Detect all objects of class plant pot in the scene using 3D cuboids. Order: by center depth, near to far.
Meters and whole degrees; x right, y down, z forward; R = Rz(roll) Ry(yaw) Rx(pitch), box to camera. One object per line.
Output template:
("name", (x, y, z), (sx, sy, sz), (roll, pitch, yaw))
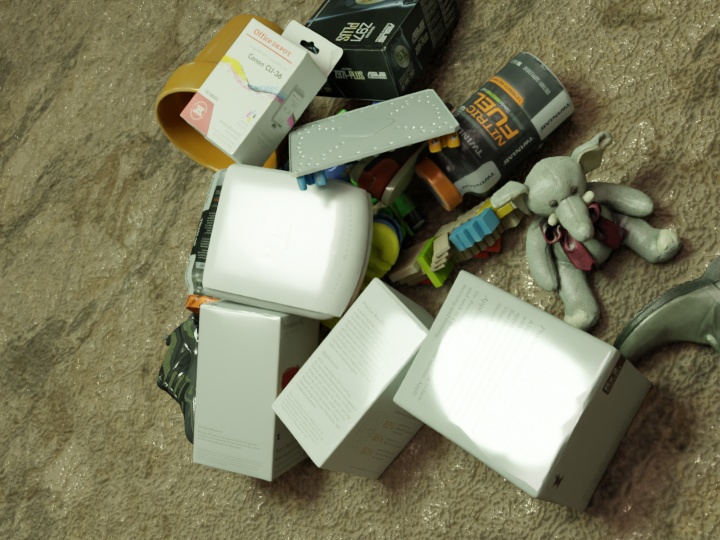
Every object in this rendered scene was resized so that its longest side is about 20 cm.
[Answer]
("plant pot", (-0.181, -0.272, 1.319), (0.196, 0.201, 0.186), (4, 59, 32))

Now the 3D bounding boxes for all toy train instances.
("toy train", (0.017, -0.125, 1.176), (0.056, 0.042, 0.202), (-35, 90, 6))

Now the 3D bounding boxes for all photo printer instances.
("photo printer", (-0.083, -0.034, 1.062), (0.196, 0.069, 0.171), (11, 85, 20))

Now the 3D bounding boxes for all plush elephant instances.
("plush elephant", (0.241, -0.064, 0.994), (0.163, 0.154, 0.202), (-36, 59, 15))

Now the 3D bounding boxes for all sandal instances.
("sandal", (0.000, 0.000, 1.154), (0.201, 0.079, 0.088), (-51, 6, 37))

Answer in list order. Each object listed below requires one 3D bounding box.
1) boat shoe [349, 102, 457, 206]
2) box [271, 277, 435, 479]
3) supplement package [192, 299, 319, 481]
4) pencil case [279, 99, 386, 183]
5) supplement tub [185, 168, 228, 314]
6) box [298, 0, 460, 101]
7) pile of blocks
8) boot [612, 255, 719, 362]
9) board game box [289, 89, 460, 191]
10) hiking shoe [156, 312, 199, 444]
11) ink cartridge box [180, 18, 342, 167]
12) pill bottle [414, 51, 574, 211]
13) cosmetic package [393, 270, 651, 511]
("boat shoe", (0.061, -0.163, 1.145), (0.062, 0.072, 0.201), (32, 56, 12))
("box", (0.018, 0.135, 1.061), (0.201, 0.152, 0.106), (-50, 57, 5))
("supplement package", (-0.131, 0.142, 1.121), (0.117, 0.121, 0.205), (7, 98, 22))
("pencil case", (-0.019, -0.170, 1.239), (0.198, 0.078, 0.088), (-34, 58, 17))
("supplement tub", (-0.179, -0.031, 1.261), (0.120, 0.122, 0.205), (6, 75, 32))
("box", (0.022, -0.335, 1.224), (0.161, 0.087, 0.202), (12, 55, 33))
("pile of blocks", (0.131, -0.027, 1.101), (0.198, 0.062, 0.082), (-34, 16, 19))
("boot", (0.375, 0.071, 0.924), (0.199, 0.067, 0.132), (-38, 63, 16))
("board game box", (0.011, -0.162, 1.063), (0.195, 0.026, 0.201), (-16, 24, 2))
("hiking shoe", (-0.245, 0.167, 1.270), (0.100, 0.075, 0.204), (-31, 50, 28))
("ink cartridge box", (-0.126, -0.241, 1.137), (0.116, 0.067, 0.202), (36, 88, 30))
("pill bottle", (0.161, -0.166, 1.096), (0.199, 0.106, 0.107), (-42, 56, 1))
("cosmetic package", (0.178, 0.132, 0.958), (0.198, 0.164, 0.167), (30, 89, 35))
